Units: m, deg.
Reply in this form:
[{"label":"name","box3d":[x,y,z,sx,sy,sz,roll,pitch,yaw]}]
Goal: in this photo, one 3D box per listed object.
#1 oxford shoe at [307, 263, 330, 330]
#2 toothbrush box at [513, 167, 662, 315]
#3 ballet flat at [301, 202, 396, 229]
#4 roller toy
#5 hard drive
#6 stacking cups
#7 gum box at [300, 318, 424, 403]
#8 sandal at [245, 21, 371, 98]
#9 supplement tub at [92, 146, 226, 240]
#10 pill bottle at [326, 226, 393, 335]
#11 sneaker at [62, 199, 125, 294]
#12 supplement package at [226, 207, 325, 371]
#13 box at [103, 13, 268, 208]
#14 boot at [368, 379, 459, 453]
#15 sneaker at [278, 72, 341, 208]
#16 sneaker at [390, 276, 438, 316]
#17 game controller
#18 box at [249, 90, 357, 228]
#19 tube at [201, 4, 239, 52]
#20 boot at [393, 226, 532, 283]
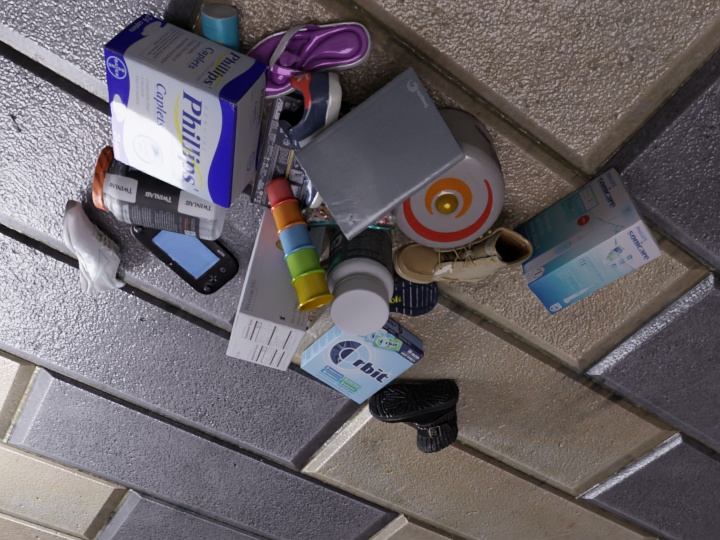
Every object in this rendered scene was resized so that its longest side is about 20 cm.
[{"label":"oxford shoe","box3d":[-0.088,0.068,1.184,0.070,0.075,0.201,27,125,-19]},{"label":"toothbrush box","box3d":[0.362,-0.047,1.031,0.197,0.149,0.085,-32,123,26]},{"label":"ballet flat","box3d":[-0.022,-0.097,0.974,0.196,0.066,0.074,4,-176,41]},{"label":"roller toy","box3d":[0.128,-0.138,0.969,0.176,0.142,0.204,8,129,-6]},{"label":"hard drive","box3d":[0.026,-0.158,0.865,0.197,0.033,0.141,-34,97,8]},{"label":"stacking cups","box3d":[-0.095,-0.043,0.971,0.059,0.205,0.061,-16,164,-5]},{"label":"gum box","box3d":[0.003,0.171,1.284,0.168,0.045,0.199,35,123,-24]},{"label":"sandal","box3d":[-0.082,-0.304,0.882,0.197,0.050,0.085,-19,94,6]},{"label":"supplement tub","box3d":[-0.311,-0.127,1.003,0.194,0.124,0.125,11,129,-8]},{"label":"pill bottle","box3d":[0.000,0.000,1.044,0.109,0.203,0.116,0,130,0]},{"label":"sneaker","box3d":[-0.469,-0.043,1.119,0.078,0.072,0.204,-5,135,-6]},{"label":"supplement package","box3d":[-0.141,0.033,1.053,0.108,0.205,0.157,15,146,-11]},{"label":"box","box3d":[-0.244,-0.221,0.894,0.195,0.106,0.187,22,137,4]},{"label":"boot","box3d":[0.119,0.326,1.370,0.204,0.081,0.161,-5,129,-5]},{"label":"sneaker","box3d":[-0.081,-0.188,0.916,0.082,0.076,0.205,3,121,-11]},{"label":"sneaker","box3d":[0.051,0.043,1.168,0.194,0.082,0.076,-2,104,-19]},{"label":"game controller","box3d":[-0.309,-0.042,1.125,0.103,0.043,0.200,-30,123,23]},{"label":"box","box3d":[-0.081,-0.178,1.003,0.156,0.050,0.203,15,128,-8]},{"label":"tube","box3d":[-0.202,-0.278,0.928,0.076,0.050,0.204,28,135,23]},{"label":"boot","box3d":[0.167,-0.025,1.039,0.194,0.075,0.155,6,166,-24]}]
